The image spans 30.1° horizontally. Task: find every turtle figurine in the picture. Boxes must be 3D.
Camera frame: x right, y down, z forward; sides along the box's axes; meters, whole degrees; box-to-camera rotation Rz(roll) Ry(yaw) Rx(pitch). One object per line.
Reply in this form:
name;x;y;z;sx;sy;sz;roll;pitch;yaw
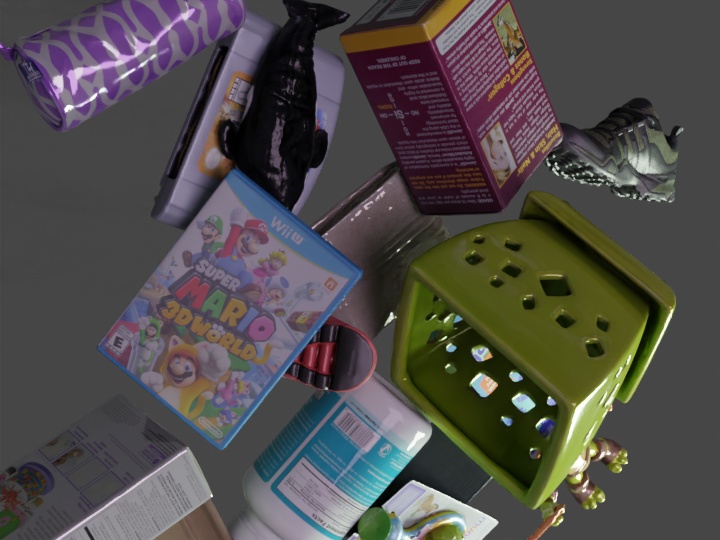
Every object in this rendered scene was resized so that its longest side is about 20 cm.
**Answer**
turtle figurine;0.225;0.210;1.440;0.161;0.064;0.200;37;73;-56

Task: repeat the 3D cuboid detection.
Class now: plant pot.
plant pot;0.161;0.061;1.222;0.181;0.200;0.199;-37;155;-26

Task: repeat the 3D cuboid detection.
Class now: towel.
towel;0.000;0.000;1.284;0.200;0.034;0.133;-40;122;-17

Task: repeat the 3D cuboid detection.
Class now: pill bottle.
pill bottle;-0.035;0.187;1.254;0.200;0.111;0.111;-48;123;1

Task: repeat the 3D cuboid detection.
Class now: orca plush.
orca plush;-0.050;-0.131;1.153;0.105;0.071;0.200;26;88;-34

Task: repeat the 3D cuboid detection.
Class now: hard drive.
hard drive;0.057;0.203;1.346;0.200;0.042;0.135;-42;122;-1

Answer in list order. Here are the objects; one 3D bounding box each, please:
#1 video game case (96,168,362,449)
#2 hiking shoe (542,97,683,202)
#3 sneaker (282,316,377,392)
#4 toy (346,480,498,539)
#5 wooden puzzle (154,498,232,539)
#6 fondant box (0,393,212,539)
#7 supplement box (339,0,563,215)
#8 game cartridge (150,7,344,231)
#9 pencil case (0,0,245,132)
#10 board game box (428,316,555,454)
video game case;-0.114;0.034;1.151;0.143;0.018;0.200;39;99;3
hiking shoe;0.263;-0.137;1.400;0.200;0.076;0.101;15;86;-43
sneaker;-0.081;0.065;1.203;0.200;0.087;0.074;13;96;6
toy;0.063;0.279;1.321;0.115;0.047;0.200;-44;140;8
wooden puzzle;-0.204;0.299;1.224;0.200;0.037;0.185;-28;116;-11
fondant box;-0.244;0.199;1.114;0.200;0.144;0.058;-33;119;-21
supplement box;0.088;-0.168;1.235;0.131;0.103;0.200;-49;124;-37
game cartridge;-0.093;-0.117;1.194;0.133;0.042;0.200;22;90;-30
pencil case;-0.190;-0.191;1.089;0.200;0.084;0.086;-33;78;-22
board game box;0.161;0.074;1.397;0.152;0.045;0.200;-51;122;-10
